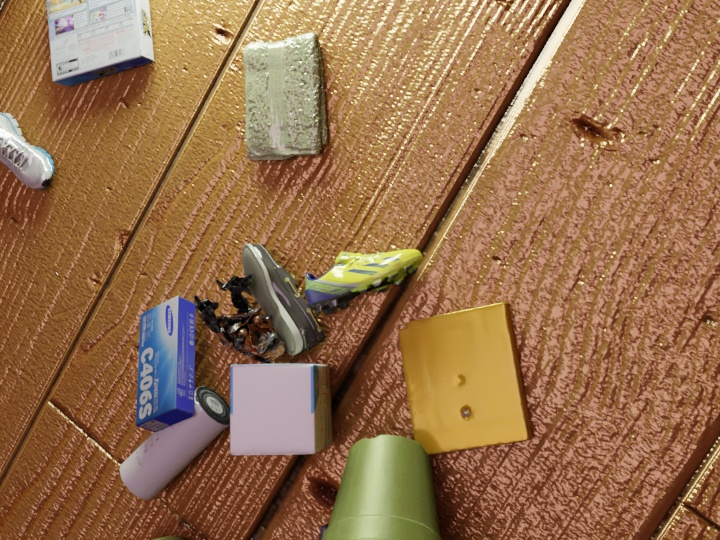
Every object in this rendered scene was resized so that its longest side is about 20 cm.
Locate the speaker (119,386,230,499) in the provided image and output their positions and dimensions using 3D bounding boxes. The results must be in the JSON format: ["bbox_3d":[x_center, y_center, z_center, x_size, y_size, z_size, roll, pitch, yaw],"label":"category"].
[{"bbox_3d":[-0.303,0.283,1.636,0.200,0.081,0.081,-45,70,15],"label":"speaker"}]

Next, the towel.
[{"bbox_3d":[-0.124,-0.279,1.621,0.147,0.036,0.202,-4,84,23],"label":"towel"}]

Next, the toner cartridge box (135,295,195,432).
[{"bbox_3d":[-0.316,0.151,1.627,0.095,0.043,0.201,-24,55,29],"label":"toner cartridge box"}]

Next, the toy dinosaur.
[{"bbox_3d":[-0.202,0.091,1.590,0.199,0.102,0.136,-4,124,31],"label":"toy dinosaur"}]

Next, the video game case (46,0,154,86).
[{"bbox_3d":[-0.465,-0.440,1.782,0.199,0.045,0.183,-9,84,23],"label":"video game case"}]

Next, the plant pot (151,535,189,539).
[{"bbox_3d":[-0.306,0.531,1.573,0.200,0.200,0.194,-31,62,19],"label":"plant pot"}]

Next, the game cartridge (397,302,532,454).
[{"bbox_3d":[0.151,0.161,1.469,0.175,0.032,0.202,-12,79,23],"label":"game cartridge"}]

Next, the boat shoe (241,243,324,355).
[{"bbox_3d":[-0.125,0.039,1.587,0.202,0.060,0.072,61,149,20],"label":"boat shoe"}]

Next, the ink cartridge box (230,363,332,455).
[{"bbox_3d":[-0.113,0.204,1.503,0.124,0.200,0.130,-2,85,6],"label":"ink cartridge box"}]

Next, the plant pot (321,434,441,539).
[{"bbox_3d":[0.034,0.343,1.412,0.199,0.200,0.191,-16,43,22],"label":"plant pot"}]

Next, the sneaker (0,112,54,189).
[{"bbox_3d":[-0.640,-0.219,1.824,0.200,0.087,0.075,42,101,20],"label":"sneaker"}]

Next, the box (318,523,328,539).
[{"bbox_3d":[0.019,0.483,1.492,0.199,0.049,0.163,11,92,25],"label":"box"}]

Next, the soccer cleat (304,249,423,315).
[{"bbox_3d":[-0.001,0.000,1.530,0.199,0.065,0.084,-24,73,21],"label":"soccer cleat"}]
